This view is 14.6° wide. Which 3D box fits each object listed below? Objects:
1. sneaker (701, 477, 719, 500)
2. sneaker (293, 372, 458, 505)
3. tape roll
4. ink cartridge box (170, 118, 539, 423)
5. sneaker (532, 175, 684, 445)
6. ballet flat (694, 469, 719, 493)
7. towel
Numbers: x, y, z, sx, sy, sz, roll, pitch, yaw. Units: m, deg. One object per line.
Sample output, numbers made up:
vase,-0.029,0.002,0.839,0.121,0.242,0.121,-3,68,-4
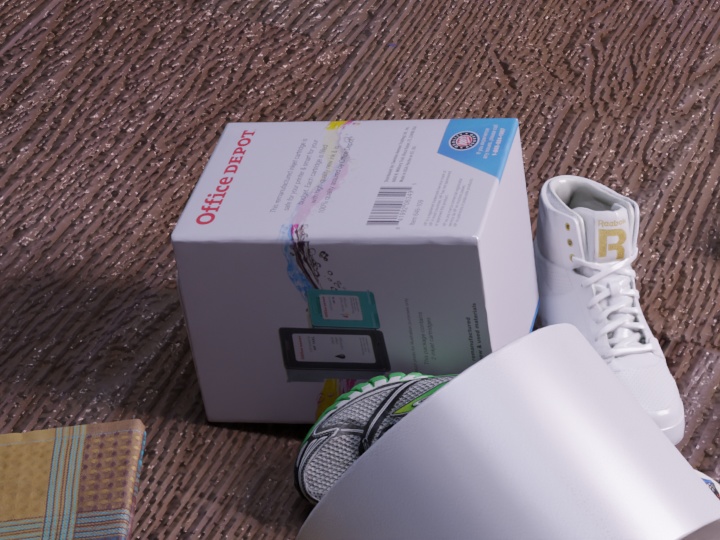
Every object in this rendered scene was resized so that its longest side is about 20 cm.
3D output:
sneaker,0.124,0.156,1.652,0.199,0.079,0.075,-3,11,-3
sneaker,0.048,0.097,1.694,0.199,0.078,0.085,-21,7,16
tape roll,0.082,0.144,1.520,0.202,0.203,0.139,-27,70,-35
ink cartridge box,0.000,0.000,1.798,0.199,0.147,0.147,1,34,15
sneaker,0.158,0.020,1.836,0.073,0.116,0.200,-9,38,-19
ballet flat,0.153,0.138,1.707,0.199,0.069,0.068,7,34,7
towel,-0.222,0.149,1.569,0.199,0.022,0.147,-7,43,11
